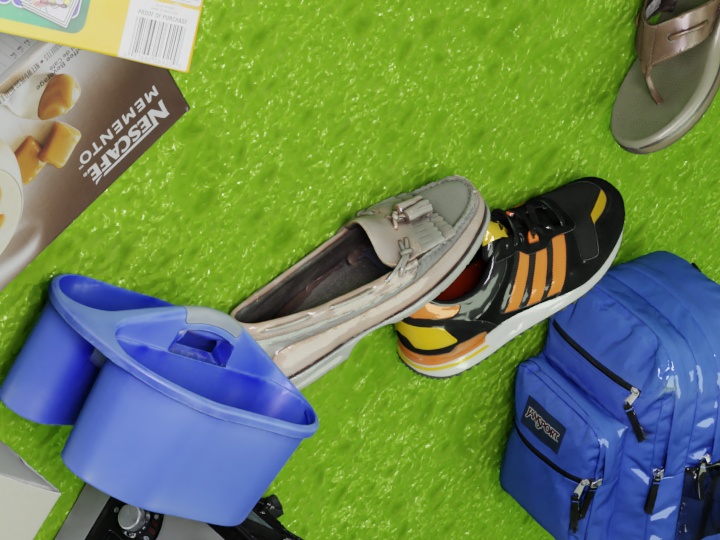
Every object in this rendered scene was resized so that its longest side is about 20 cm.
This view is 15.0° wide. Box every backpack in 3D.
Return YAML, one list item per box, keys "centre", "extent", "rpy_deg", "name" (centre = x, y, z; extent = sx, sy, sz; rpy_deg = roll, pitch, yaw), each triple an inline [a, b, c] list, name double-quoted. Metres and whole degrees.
- centre: [0.197, 0.100, 1.958]
  extent: [0.167, 0.162, 0.201]
  rpy_deg: [-16, 131, -37]
  name: "backpack"

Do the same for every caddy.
- centre: [-0.112, 0.066, 1.589]
  extent: [0.105, 0.141, 0.200]
  rpy_deg: [-56, 146, 10]
  name: "caddy"

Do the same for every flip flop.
- centre: [0.220, -0.173, 1.846]
  extent: [0.057, 0.081, 0.200]
  rpy_deg: [25, 97, -37]
  name: "flip flop"

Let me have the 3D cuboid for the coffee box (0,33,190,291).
- centre: [-0.200, -0.068, 1.428]
  extent: [0.200, 0.080, 0.115]
  rpy_deg: [-45, 143, -15]
  name: "coffee box"

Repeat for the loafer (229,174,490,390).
- centre: [0.000, 0.000, 1.731]
  extent: [0.200, 0.072, 0.063]
  rpy_deg: [-40, 135, -16]
  name: "loafer"

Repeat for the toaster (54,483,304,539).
- centre: [-0.081, 0.214, 1.714]
  extent: [0.119, 0.181, 0.200]
  rpy_deg: [-55, 144, 4]
  name: "toaster"

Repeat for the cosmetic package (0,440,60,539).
- centre: [-0.272, 0.174, 1.522]
  extent: [0.200, 0.103, 0.087]
  rpy_deg: [-59, 146, 3]
  name: "cosmetic package"

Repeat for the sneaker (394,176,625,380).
- centre: [0.103, -0.012, 1.835]
  extent: [0.200, 0.070, 0.090]
  rpy_deg: [-37, 144, -21]
  name: "sneaker"

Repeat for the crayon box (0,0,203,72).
- centre: [-0.167, -0.174, 1.324]
  extent: [0.199, 0.058, 0.119]
  rpy_deg: [10, 95, -31]
  name: "crayon box"
